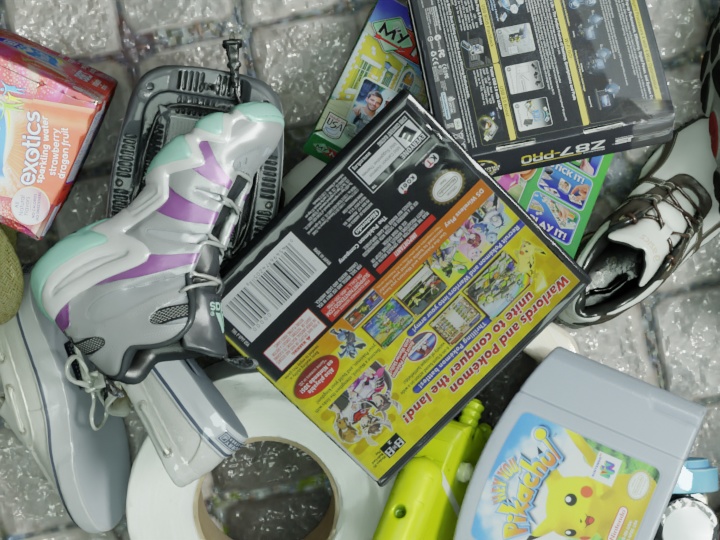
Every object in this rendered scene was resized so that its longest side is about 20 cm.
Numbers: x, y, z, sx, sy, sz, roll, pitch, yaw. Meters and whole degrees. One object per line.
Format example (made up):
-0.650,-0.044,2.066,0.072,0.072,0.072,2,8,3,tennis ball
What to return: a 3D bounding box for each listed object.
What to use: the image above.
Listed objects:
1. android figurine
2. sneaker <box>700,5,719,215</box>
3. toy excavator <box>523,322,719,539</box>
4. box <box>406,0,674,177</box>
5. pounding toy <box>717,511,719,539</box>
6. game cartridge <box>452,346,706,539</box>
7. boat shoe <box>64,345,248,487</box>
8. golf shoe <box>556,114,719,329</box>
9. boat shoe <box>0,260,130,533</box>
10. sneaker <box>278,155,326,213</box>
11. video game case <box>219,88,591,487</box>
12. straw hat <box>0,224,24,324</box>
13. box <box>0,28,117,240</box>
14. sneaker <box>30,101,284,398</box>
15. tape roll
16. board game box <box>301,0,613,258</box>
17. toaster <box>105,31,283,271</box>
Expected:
0.047,0.187,1.473,0.041,0.182,0.201,16,66,21,android figurine
0.284,-0.114,1.448,0.083,0.081,0.201,1,69,-8,sneaker
0.159,0.109,1.508,0.193,0.100,0.201,0,85,-1,toy excavator
0.114,-0.170,1.429,0.160,0.049,0.201,-12,69,2,box
0.320,0.161,1.479,0.142,0.184,0.201,21,98,-17,pounding toy
0.140,0.161,1.438,0.133,0.040,0.201,21,82,14,game cartridge
-0.162,0.074,1.452,0.086,0.075,0.202,-42,61,4,boat shoe
0.215,-0.031,1.477,0.078,0.094,0.200,42,94,-6,golf shoe
-0.224,0.094,1.501,0.070,0.071,0.201,-10,103,32,boat shoe
0.000,-0.001,1.476,0.115,0.081,0.200,-35,77,14,sneaker
0.021,0.013,1.381,0.200,0.026,0.181,-45,105,5,video game case
-0.273,-0.001,1.426,0.085,0.201,0.202,-7,99,-9,straw hat
-0.227,-0.095,1.397,0.095,0.200,0.100,25,97,-7,box
-0.098,0.000,1.323,0.200,0.078,0.140,-42,72,10,sneaker
-0.067,0.164,1.510,0.201,0.071,0.204,0,99,-2,tape roll
0.074,-0.091,1.456,0.199,0.029,0.135,28,59,-6,board game box
-0.112,-0.064,1.438,0.113,0.129,0.201,7,95,-4,toaster
